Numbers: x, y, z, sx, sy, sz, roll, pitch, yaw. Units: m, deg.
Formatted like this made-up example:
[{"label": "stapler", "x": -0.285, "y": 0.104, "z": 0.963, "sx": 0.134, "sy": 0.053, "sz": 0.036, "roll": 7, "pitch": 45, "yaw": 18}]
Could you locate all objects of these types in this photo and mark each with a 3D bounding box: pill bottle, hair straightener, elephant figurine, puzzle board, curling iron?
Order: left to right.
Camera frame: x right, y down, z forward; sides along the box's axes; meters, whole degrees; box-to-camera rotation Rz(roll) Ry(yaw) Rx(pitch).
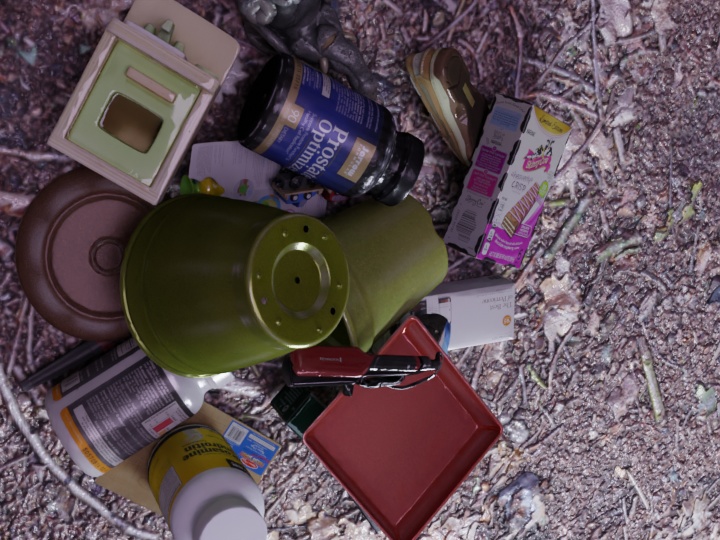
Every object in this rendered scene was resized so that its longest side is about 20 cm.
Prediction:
[{"label": "curling iron", "x": -0.310, "y": 0.077, "z": 1.181, "sx": 0.199, "sy": 0.026, "sz": 0.050, "roll": -36, "pitch": 110, "yaw": -11}, {"label": "pill bottle", "x": -0.252, "y": 0.137, "z": 1.164, "sx": 0.198, "sy": 0.116, "sz": 0.118, "roll": -32, "pitch": 115, "yaw": -7}, {"label": "puzzle board", "x": -0.215, "y": 0.241, "z": 1.277, "sx": 0.199, "sy": 0.017, "sz": 0.152, "roll": 34, "pitch": 88, "yaw": -29}, {"label": "pill bottle", "x": -0.176, "y": 0.268, "z": 1.179, "sx": 0.110, "sy": 0.200, "sz": 0.114, "roll": -7, "pitch": 108, "yaw": -23}, {"label": "elephant figurine", "x": -0.072, "y": -0.287, "z": 1.137, "sx": 0.139, "sy": 0.158, "sz": 0.200, "roll": -12, "pitch": 154, "yaw": 10}, {"label": "pill bottle", "x": -0.030, "y": -0.152, "z": 1.138, "sx": 0.197, "sy": 0.112, "sz": 0.113, "roll": 24, "pitch": 94, "yaw": -23}, {"label": "hair straightener", "x": 0.004, "y": 0.109, "z": 1.125, "sx": 0.196, "sy": 0.077, "sz": 0.042, "roll": -2, "pitch": 65, "yaw": -26}]

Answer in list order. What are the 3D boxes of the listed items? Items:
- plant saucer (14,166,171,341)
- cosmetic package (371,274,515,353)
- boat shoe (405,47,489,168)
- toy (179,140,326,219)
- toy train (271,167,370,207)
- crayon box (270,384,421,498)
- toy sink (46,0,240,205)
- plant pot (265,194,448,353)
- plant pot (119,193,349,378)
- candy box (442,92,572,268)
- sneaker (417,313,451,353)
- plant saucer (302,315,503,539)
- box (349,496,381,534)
[{"label": "plant saucer", "x": -0.287, "y": -0.017, "z": 1.142, "sx": 0.197, "sy": 0.037, "sz": 0.205, "roll": -3, "pitch": 97, "yaw": -22}, {"label": "cosmetic package", "x": 0.113, "y": 0.063, "z": 1.356, "sx": 0.196, "sy": 0.051, "sz": 0.084, "roll": -8, "pitch": 109, "yaw": -22}, {"label": "boat shoe", "x": 0.111, "y": -0.203, "z": 1.272, "sx": 0.072, "sy": 0.075, "sz": 0.201, "roll": -61, "pitch": 143, "yaw": -28}, {"label": "toy", "x": -0.125, "y": -0.105, "z": 1.194, "sx": 0.197, "sy": 0.047, "sz": 0.117, "roll": -11, "pitch": 122, "yaw": -39}, {"label": "toy train", "x": -0.028, "y": -0.107, "z": 1.226, "sx": 0.198, "sy": 0.034, "sz": 0.046, "roll": -10, "pitch": 131, "yaw": -40}, {"label": "crayon box", "x": -0.020, "y": 0.227, "z": 1.273, "sx": 0.200, "sy": 0.126, "sz": 0.052, "roll": 44, "pitch": 83, "yaw": -13}, {"label": "toy sink", "x": -0.224, "y": -0.191, "z": 1.075, "sx": 0.129, "sy": 0.112, "sz": 0.202, "roll": 29, "pitch": 91, "yaw": -10}, {"label": "plant pot", "x": 0.000, "y": 0.000, "z": 1.223, "sx": 0.183, "sy": 0.199, "sz": 0.203, "roll": -32, "pitch": 116, "yaw": -25}, {"label": "plant pot", "x": -0.116, "y": 0.014, "z": 1.045, "sx": 0.198, "sy": 0.191, "sz": 0.205, "roll": 2, "pitch": 88, "yaw": -40}, {"label": "candy box", "x": 0.192, "y": -0.112, "z": 1.307, "sx": 0.135, "sy": 0.060, "sz": 0.204, "roll": 9, "pitch": 102, "yaw": -56}, {"label": "sneaker", "x": 0.081, "y": 0.143, "z": 1.317, "sx": 0.089, "sy": 0.078, "sz": 0.203, "roll": -11, "pitch": 126, "yaw": -42}, {"label": "plant saucer", "x": 0.049, "y": 0.191, "z": 1.203, "sx": 0.200, "sy": 0.037, "sz": 0.201, "roll": -46, "pitch": 110, "yaw": -17}, {"label": "box", "x": 0.060, "y": 0.247, "z": 1.393, "sx": 0.199, "sy": 0.036, "sz": 0.144, "roll": -38, "pitch": 116, "yaw": -8}]
